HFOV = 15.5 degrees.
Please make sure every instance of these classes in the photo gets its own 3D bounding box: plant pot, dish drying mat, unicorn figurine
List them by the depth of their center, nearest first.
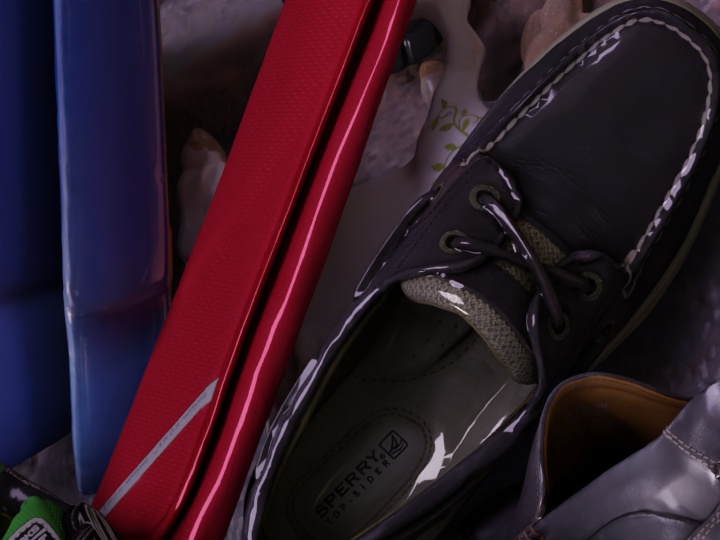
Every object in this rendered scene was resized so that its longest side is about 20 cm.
[{"bbox_3d":[-0.031,-0.009,0.769,0.077,0.018,0.200,7,76,65],"label":"dish drying mat"},{"bbox_3d":[0.000,0.000,0.806,0.200,0.074,0.138,-49,43,29],"label":"unicorn figurine"},{"bbox_3d":[-0.153,-0.028,0.867,0.200,0.179,0.200,103,164,-66],"label":"plant pot"}]

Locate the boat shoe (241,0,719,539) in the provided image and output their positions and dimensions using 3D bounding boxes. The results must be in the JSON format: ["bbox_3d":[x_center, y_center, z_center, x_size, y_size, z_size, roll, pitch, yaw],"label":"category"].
[{"bbox_3d":[0.036,0.012,0.728,0.072,0.066,0.201,38,98,2],"label":"boat shoe"}]

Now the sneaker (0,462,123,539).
[{"bbox_3d":[-0.073,0.114,0.707,0.078,0.085,0.200,-41,42,-20],"label":"sneaker"}]

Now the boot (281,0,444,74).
[{"bbox_3d":[-0.015,-0.171,0.873,0.070,0.132,0.200,-18,105,7],"label":"boot"}]

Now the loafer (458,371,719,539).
[{"bbox_3d":[0.073,0.056,0.674,0.072,0.073,0.200,59,156,-7],"label":"loafer"}]
